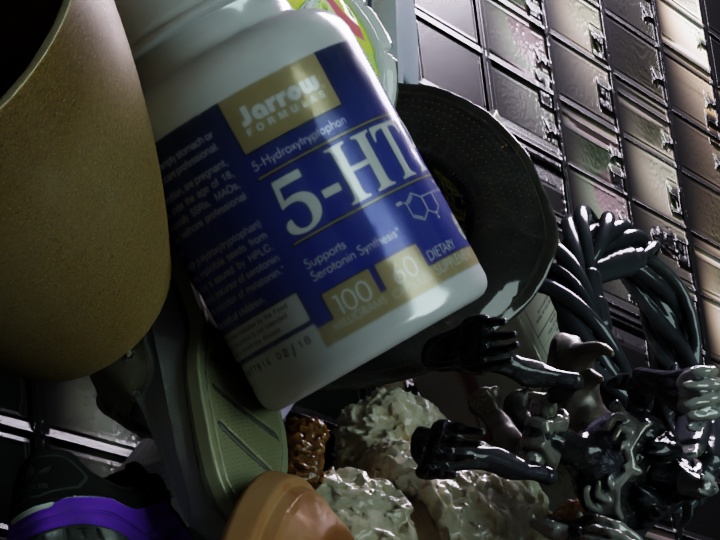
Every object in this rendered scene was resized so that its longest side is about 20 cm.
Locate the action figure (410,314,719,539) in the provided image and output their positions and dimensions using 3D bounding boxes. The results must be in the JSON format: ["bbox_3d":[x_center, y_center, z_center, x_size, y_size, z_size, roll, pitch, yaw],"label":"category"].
[{"bbox_3d":[0.117,0.091,1.203,0.199,0.102,0.120,21,88,-38],"label":"action figure"}]

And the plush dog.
[{"bbox_3d":[0.022,0.155,1.286,0.171,0.160,0.202,-8,81,-37],"label":"plush dog"}]

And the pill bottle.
[{"bbox_3d":[-0.039,-0.050,1.135,0.201,0.119,0.120,61,29,1],"label":"pill bottle"}]

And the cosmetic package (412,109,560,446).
[{"bbox_3d":[0.074,0.022,1.480,0.201,0.087,0.103,63,29,-15],"label":"cosmetic package"}]

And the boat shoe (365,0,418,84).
[{"bbox_3d":[-0.016,-0.066,1.382,0.075,0.085,0.204,48,41,-67],"label":"boat shoe"}]

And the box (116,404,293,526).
[{"bbox_3d":[-0.061,0.062,1.274,0.039,0.041,0.200,62,30,-17],"label":"box"}]

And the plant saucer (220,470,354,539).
[{"bbox_3d":[-0.030,0.188,1.079,0.200,0.037,0.202,3,90,-76],"label":"plant saucer"}]

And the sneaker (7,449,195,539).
[{"bbox_3d":[-0.094,0.139,1.150,0.200,0.069,0.100,44,25,-50],"label":"sneaker"}]

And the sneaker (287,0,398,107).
[{"bbox_3d":[-0.051,-0.136,1.217,0.090,0.078,0.201,-4,69,-60],"label":"sneaker"}]

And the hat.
[{"bbox_3d":[0.000,0.000,1.270,0.081,0.199,0.202,89,6,-54],"label":"hat"}]

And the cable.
[{"bbox_3d":[0.154,0.041,1.460,0.163,0.051,0.200,51,26,-20],"label":"cable"}]

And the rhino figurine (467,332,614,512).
[{"bbox_3d":[0.096,0.104,1.370,0.059,0.200,0.088,-11,57,-36],"label":"rhino figurine"}]

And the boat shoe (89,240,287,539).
[{"bbox_3d":[-0.086,0.049,1.163,0.075,0.068,0.201,45,22,-43],"label":"boat shoe"}]

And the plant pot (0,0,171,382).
[{"bbox_3d":[-0.160,-0.043,1.045,0.200,0.185,0.187,60,29,-48],"label":"plant pot"}]
